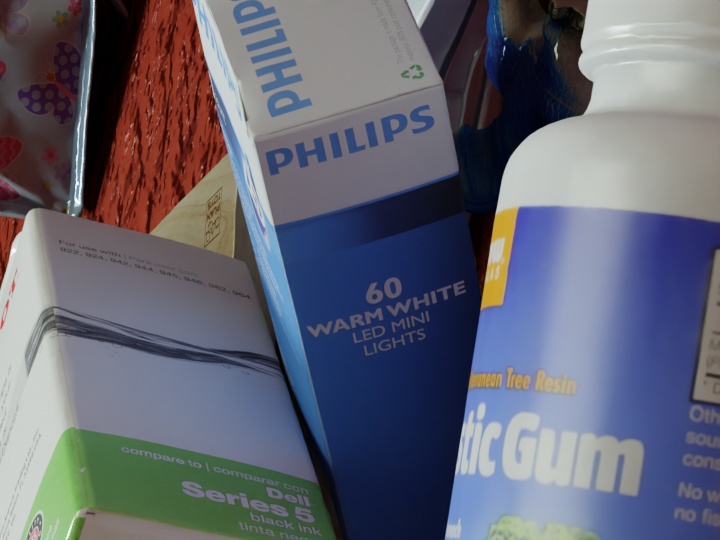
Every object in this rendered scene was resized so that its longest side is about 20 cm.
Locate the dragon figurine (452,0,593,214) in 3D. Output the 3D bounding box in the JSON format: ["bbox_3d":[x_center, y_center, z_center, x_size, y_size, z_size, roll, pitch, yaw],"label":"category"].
[{"bbox_3d":[0.056,-0.045,0.886,0.200,0.059,0.100,-122,48,-61],"label":"dragon figurine"}]

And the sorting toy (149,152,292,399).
[{"bbox_3d":[-0.053,0.082,1.090,0.200,0.069,0.199,141,135,-61],"label":"sorting toy"}]

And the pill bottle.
[{"bbox_3d":[0.083,0.026,0.700,0.112,0.112,0.201,171,108,-69],"label":"pill bottle"}]

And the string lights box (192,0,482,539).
[{"bbox_3d":[0.000,0.000,0.869,0.103,0.059,0.200,-111,7,-48],"label":"string lights box"}]

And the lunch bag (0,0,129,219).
[{"bbox_3d":[-0.199,-0.138,1.539,0.170,0.127,0.201,-143,56,-70],"label":"lunch bag"}]

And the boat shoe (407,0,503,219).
[{"bbox_3d":[0.020,-0.074,0.989,0.074,0.065,0.201,37,118,41],"label":"boat shoe"}]

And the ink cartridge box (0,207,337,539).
[{"bbox_3d":[-0.080,0.091,0.896,0.200,0.084,0.146,-110,37,-62],"label":"ink cartridge box"}]
